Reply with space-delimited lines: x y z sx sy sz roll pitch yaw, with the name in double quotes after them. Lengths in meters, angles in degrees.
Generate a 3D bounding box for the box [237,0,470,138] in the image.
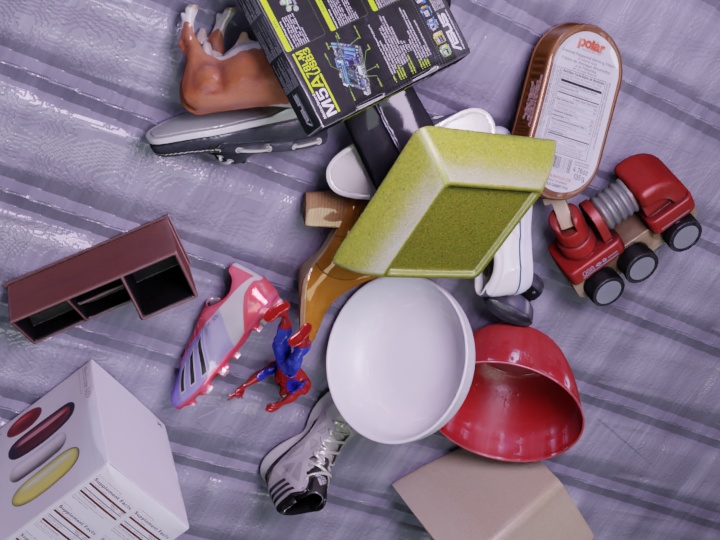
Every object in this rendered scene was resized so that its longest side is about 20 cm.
-0.014 -0.259 1.212 0.192 0.047 0.201 -30 94 -23 "box"

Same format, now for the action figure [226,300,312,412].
-0.105 0.121 1.467 0.099 0.065 0.201 -39 160 -18 "action figure"

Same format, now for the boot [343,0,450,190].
0.060 -0.176 1.322 0.164 0.066 0.202 -25 95 12 "boot"

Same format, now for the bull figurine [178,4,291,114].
-0.091 -0.212 1.257 0.198 0.065 0.123 -5 92 7 "bull figurine"

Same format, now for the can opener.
0.143 -0.010 1.511 0.199 0.079 0.063 35 114 -23 "can opener"

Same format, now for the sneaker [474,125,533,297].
0.156 -0.063 1.444 0.070 0.073 0.202 -15 104 -26 "sneaker"

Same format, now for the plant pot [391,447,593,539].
0.193 0.342 1.679 0.177 0.200 0.201 -38 126 -6 "plant pot"

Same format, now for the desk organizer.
-0.285 0.022 1.375 0.198 0.077 0.072 -23 126 -3 "desk organizer"

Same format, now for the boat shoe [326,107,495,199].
0.054 -0.129 1.399 0.198 0.062 0.074 -21 97 -8 "boat shoe"

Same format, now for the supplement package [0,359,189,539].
-0.331 0.254 1.436 0.199 0.192 0.147 -37 126 6 "supplement package"

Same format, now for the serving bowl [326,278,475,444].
0.056 0.107 1.489 0.200 0.200 0.066 -50 148 16 "serving bowl"

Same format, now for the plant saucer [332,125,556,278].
0.098 -0.056 1.318 0.198 0.048 0.200 1 137 -38 "plant saucer"

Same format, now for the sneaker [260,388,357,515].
-0.037 0.233 1.569 0.201 0.116 0.075 -46 124 12 "sneaker"

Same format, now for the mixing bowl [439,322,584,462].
0.188 0.138 1.567 0.198 0.109 0.201 10 139 9 "mixing bowl"

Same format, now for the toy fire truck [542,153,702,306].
0.287 -0.088 1.487 0.175 0.129 0.200 -35 135 5 "toy fire truck"

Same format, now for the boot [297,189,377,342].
0.000 -0.001 1.453 0.142 0.071 0.203 2 113 -8 "boot"

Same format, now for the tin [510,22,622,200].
0.233 -0.178 1.403 0.111 0.042 0.202 12 94 -33 "tin"

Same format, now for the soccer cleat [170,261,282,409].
-0.172 0.079 1.468 0.076 0.067 0.200 41 112 0 "soccer cleat"

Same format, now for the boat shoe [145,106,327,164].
-0.127 -0.142 1.326 0.198 0.076 0.061 -12 119 -10 "boat shoe"
